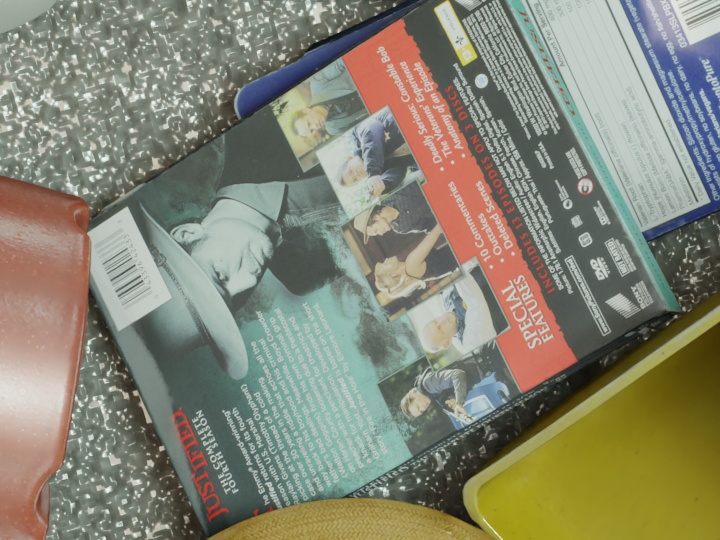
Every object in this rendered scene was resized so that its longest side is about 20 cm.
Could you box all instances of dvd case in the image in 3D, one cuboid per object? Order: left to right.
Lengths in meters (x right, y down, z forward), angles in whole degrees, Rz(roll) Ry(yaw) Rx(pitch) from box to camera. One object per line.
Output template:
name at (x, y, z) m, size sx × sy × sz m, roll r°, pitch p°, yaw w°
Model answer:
dvd case at (0.000, 0.000, 0.998) m, size 0.199 × 0.022 × 0.147 m, roll -32°, pitch 76°, yaw 18°

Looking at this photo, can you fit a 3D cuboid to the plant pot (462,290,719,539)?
plant pot at (0.195, 0.064, 0.968) m, size 0.200 × 0.200 × 0.176 m, roll 47°, pitch 49°, yaw -2°

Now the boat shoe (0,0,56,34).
boat shoe at (-0.177, -0.132, 0.965) m, size 0.072 × 0.200 × 0.069 m, roll -26°, pitch 71°, yaw 26°

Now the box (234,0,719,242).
box at (0.064, -0.057, 1.028) m, size 0.199 × 0.032 × 0.122 m, roll -24°, pitch 98°, yaw 11°

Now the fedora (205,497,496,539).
fedora at (-0.005, 0.174, 1.014) m, size 0.199 × 0.082 × 0.202 m, roll 1°, pitch 96°, yaw 7°

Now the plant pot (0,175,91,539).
plant pot at (-0.203, 0.030, 0.963) m, size 0.194 × 0.201 × 0.202 m, roll 10°, pitch 89°, yaw -12°
